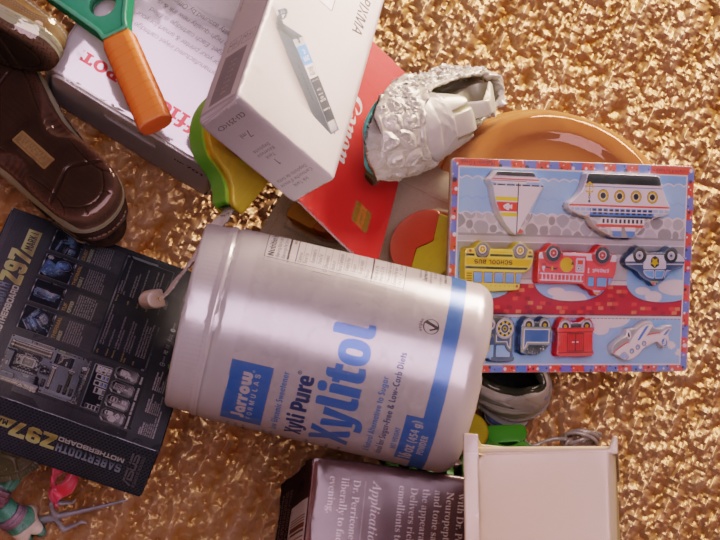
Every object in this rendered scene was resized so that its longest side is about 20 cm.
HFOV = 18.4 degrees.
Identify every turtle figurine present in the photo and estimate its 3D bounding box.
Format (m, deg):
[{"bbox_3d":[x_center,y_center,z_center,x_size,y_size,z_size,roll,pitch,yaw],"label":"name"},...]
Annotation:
[{"bbox_3d":[-0.264,0.113,1.561,0.200,0.101,0.150,1,78,-4],"label":"turtle figurine"}]

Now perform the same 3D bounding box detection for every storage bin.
[{"bbox_3d":[0.118,0.213,1.382,0.094,0.199,0.200,-2,78,6],"label":"storage bin"}]

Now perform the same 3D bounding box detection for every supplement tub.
[{"bbox_3d":[-0.020,0.052,1.482,0.200,0.132,0.132,12,76,-2],"label":"supplement tub"}]

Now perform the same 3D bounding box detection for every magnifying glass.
[{"bbox_3d":[-0.180,-0.181,1.582,0.079,0.022,0.200,-26,65,0],"label":"magnifying glass"}]

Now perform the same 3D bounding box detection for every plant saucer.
[{"bbox_3d":[0.147,-0.042,1.659,0.200,0.037,0.200,6,57,-9],"label":"plant saucer"}]

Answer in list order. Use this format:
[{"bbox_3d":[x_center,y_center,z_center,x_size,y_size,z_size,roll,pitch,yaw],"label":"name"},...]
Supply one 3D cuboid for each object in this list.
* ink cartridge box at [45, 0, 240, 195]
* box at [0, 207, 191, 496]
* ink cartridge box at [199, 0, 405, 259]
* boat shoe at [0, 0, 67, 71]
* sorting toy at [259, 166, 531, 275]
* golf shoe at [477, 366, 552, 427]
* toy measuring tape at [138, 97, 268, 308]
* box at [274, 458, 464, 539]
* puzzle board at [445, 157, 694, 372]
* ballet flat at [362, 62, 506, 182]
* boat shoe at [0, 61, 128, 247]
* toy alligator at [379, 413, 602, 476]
[{"bbox_3d":[-0.120,-0.181,1.650,0.146,0.086,0.200,32,77,-2],"label":"ink cartridge box"},{"bbox_3d":[-0.200,0.053,1.548,0.157,0.051,0.200,20,36,-7],"label":"box"},{"bbox_3d":[-0.017,-0.125,1.560,0.176,0.045,0.200,41,42,-26],"label":"ink cartridge box"},{"bbox_3d":[-0.282,-0.211,1.607,0.200,0.072,0.076,27,66,23],"label":"boat shoe"},{"bbox_3d":[0.000,0.000,1.604,0.185,0.036,0.200,27,75,27],"label":"sorting toy"},{"bbox_3d":[0.059,0.038,1.629,0.200,0.097,0.078,31,77,0],"label":"golf shoe"},{"bbox_3d":[-0.107,-0.067,1.551,0.074,0.074,0.200,38,73,0],"label":"toy measuring tape"},{"bbox_3d":[0.041,0.232,1.548,0.200,0.164,0.166,9,76,-8],"label":"box"},{"bbox_3d":[0.152,-0.002,1.588,0.200,0.017,0.151,1,93,-25],"label":"puzzle board"},{"bbox_3d":[0.059,-0.115,1.608,0.072,0.200,0.072,6,110,17],"label":"ballet flat"},{"bbox_3d":[-0.239,-0.089,1.618,0.075,0.075,0.202,-36,62,-6],"label":"boat shoe"},{"bbox_3d":[0.080,0.138,1.625,0.200,0.059,0.054,5,68,-8],"label":"toy alligator"}]
